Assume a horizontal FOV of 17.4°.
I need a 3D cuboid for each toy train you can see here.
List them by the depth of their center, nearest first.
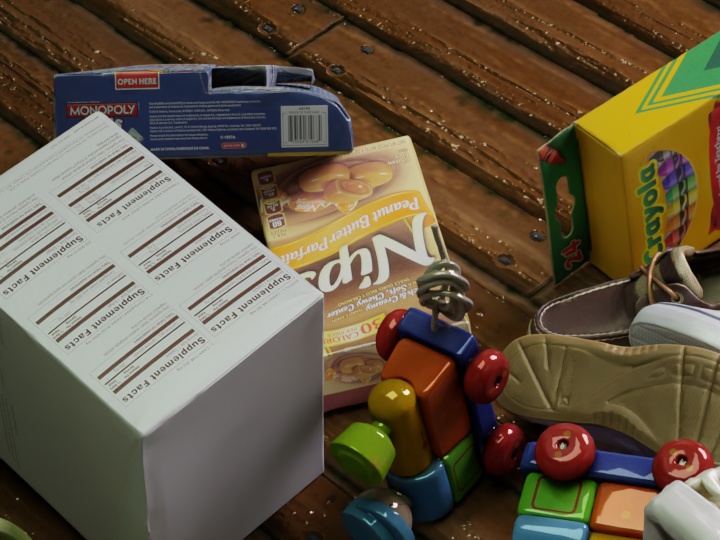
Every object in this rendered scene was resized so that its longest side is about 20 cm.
[{"bbox_3d":[0.182,0.165,1.339,0.200,0.085,0.116,7,56,19],"label":"toy train"},{"bbox_3d":[0.024,0.076,1.389,0.085,0.200,0.116,24,58,32],"label":"toy train"}]

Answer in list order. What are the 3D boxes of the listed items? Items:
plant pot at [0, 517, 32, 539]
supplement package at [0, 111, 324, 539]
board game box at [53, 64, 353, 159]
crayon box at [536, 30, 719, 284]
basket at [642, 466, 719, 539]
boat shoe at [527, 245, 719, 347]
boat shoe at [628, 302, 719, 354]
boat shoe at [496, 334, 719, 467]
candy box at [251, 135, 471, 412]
[{"bbox_3d":[-0.263,0.254,1.283,0.190,0.200,0.200,-17,41,15],"label":"plant pot"},{"bbox_3d":[-0.140,0.053,1.427,0.147,0.191,0.200,-37,62,-26],"label":"supplement package"},{"bbox_3d":[-0.107,-0.115,1.655,0.200,0.062,0.200,-1,7,-2],"label":"board game box"},{"bbox_3d":[0.211,-0.072,1.557,0.200,0.127,0.051,-32,47,-20],"label":"crayon box"},{"bbox_3d":[0.233,0.193,1.223,0.123,0.200,0.136,-28,45,-27],"label":"basket"},{"bbox_3d":[0.204,0.012,1.507,0.200,0.072,0.072,-9,43,3],"label":"boat shoe"},{"bbox_3d":[0.266,0.063,1.448,0.200,0.074,0.067,26,56,18],"label":"boat shoe"},{"bbox_3d":[0.182,0.084,1.437,0.200,0.069,0.074,15,80,29],"label":"boat shoe"},{"bbox_3d":[0.000,0.000,1.577,0.115,0.055,0.200,-13,42,-2],"label":"candy box"}]
